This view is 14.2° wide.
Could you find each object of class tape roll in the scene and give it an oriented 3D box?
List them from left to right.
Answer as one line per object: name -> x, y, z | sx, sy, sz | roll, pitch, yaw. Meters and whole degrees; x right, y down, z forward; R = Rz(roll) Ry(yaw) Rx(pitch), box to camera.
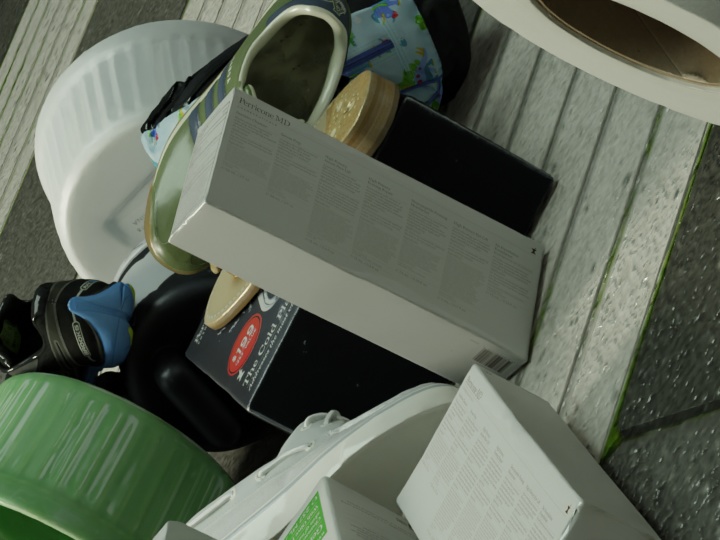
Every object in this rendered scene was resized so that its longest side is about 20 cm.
tape roll -> 0.153, -0.166, 1.335 | 0.140, 0.202, 0.203 | -65, 17, -7

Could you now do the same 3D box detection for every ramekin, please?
ramekin -> -0.170, 0.151, 1.823 | 0.098, 0.199, 0.200 | -62, 16, -23
ramekin -> -0.124, -0.064, 2.004 | 0.201, 0.200, 0.098 | -54, 26, 25

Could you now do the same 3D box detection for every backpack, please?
backpack -> -0.041, -0.101, 1.846 | 0.163, 0.199, 0.155 | -11, 94, 65

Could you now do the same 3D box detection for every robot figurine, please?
robot figurine -> -0.103, 0.042, 1.890 | 0.200, 0.149, 0.126 | -119, 28, -69

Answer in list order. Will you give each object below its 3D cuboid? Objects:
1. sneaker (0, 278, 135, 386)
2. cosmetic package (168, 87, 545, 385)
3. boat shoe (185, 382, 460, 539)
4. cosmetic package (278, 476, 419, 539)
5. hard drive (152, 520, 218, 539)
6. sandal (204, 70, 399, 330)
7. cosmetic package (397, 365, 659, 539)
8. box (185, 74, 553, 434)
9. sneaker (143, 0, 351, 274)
sneaker -> -0.202, 0.043, 1.862 | 0.200, 0.082, 0.071 | 138, 142, -66
cosmetic package -> 0.000, -0.014, 1.553 | 0.051, 0.199, 0.083 | -43, 26, 48
boat shoe -> -0.021, 0.115, 1.581 | 0.200, 0.072, 0.069 | -43, 47, 24
cosmetic package -> -0.002, 0.203, 1.439 | 0.108, 0.085, 0.200 | -56, 17, 14
hard drive -> -0.099, 0.229, 1.599 | 0.200, 0.131, 0.026 | -50, 21, 35
sandal -> -0.061, -0.053, 1.655 | 0.212, 0.069, 0.078 | -47, 23, 41
cosmetic package -> 0.077, 0.118, 1.364 | 0.083, 0.050, 0.200 | -62, 17, 9
box -> 0.000, 0.000, 1.696 | 0.201, 0.104, 0.182 | -63, 16, 0
sneaker -> -0.067, -0.085, 1.725 | 0.201, 0.067, 0.090 | -59, 10, 3
